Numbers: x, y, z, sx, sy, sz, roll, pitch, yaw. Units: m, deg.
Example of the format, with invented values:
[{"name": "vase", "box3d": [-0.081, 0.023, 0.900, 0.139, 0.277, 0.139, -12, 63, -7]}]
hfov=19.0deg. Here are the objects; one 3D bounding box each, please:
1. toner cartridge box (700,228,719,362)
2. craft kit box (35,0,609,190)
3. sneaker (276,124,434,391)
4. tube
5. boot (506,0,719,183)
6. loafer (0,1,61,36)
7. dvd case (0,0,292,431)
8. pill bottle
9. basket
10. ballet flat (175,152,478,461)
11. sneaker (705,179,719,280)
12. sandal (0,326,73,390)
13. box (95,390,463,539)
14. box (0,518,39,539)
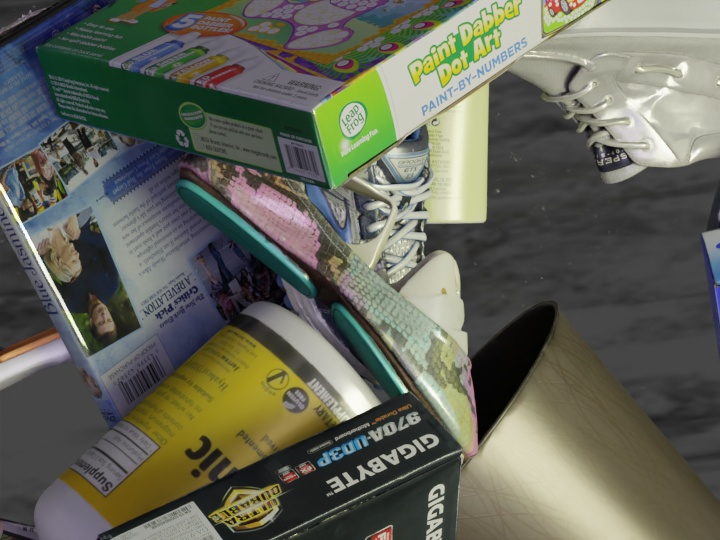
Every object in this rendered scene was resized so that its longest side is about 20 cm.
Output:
[{"name": "toner cartridge box", "box3d": [0.232, 0.060, 1.088, 0.095, 0.043, 0.200, -11, 128, 5]}, {"name": "craft kit box", "box3d": [-0.015, -0.117, 1.005, 0.198, 0.200, 0.049, -34, 124, -34]}, {"name": "sneaker", "box3d": [0.000, -0.035, 1.073, 0.085, 0.077, 0.200, -30, 82, 37]}, {"name": "tube", "box3d": [0.041, -0.124, 1.115, 0.058, 0.052, 0.200, -2, 93, -10]}, {"name": "boot", "box3d": [0.125, -0.091, 1.091, 0.200, 0.074, 0.096, -3, 98, -26]}, {"name": "loafer", "box3d": [-0.198, -0.061, 1.091, 0.200, 0.068, 0.076, -43, 96, -1]}, {"name": "dvd case", "box3d": [-0.113, -0.038, 1.069, 0.143, 0.018, 0.200, -39, 111, -35]}, {"name": "pill bottle", "box3d": [-0.083, 0.118, 1.021, 0.200, 0.111, 0.111, -43, 96, -14]}, {"name": "basket", "box3d": [0.114, 0.148, 1.100, 0.200, 0.136, 0.180, 41, 88, -9]}, {"name": "ballet flat", "box3d": [0.000, 0.000, 1.017, 0.071, 0.069, 0.200, -43, 81, -10]}, {"name": "sneaker", "box3d": [0.249, -0.040, 1.113, 0.121, 0.084, 0.200, 36, 91, -30]}, {"name": "sandal", "box3d": [-0.199, 0.035, 1.097, 0.207, 0.079, 0.059, -23, 94, -11]}, {"name": "box", "box3d": [-0.035, 0.163, 0.969, 0.159, 0.046, 0.200, -23, 139, -24]}, {"name": "box", "box3d": [-0.106, 0.196, 1.068, 0.200, 0.035, 0.110, 13, 61, -8]}]
